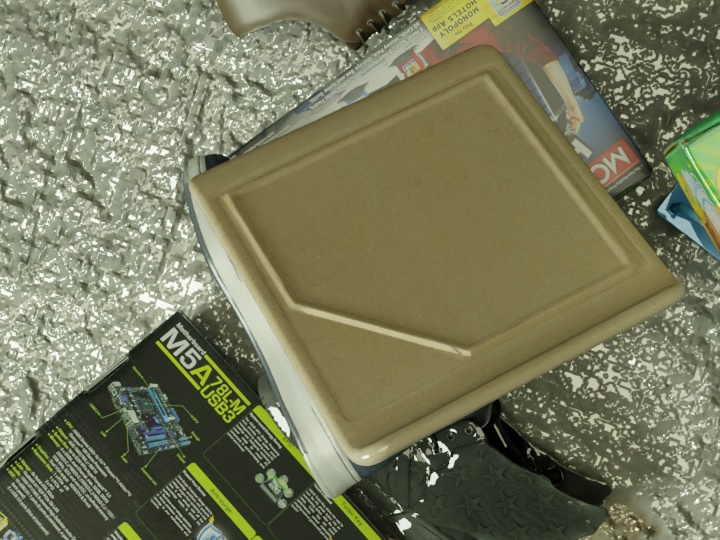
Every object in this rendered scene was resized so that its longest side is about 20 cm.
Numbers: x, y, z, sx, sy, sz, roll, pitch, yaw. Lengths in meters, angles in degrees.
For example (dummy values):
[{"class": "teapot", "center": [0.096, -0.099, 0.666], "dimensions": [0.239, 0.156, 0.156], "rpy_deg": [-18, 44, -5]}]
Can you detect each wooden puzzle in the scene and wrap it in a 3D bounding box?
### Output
[{"class": "wooden puzzle", "center": [0.034, -0.014, 0.695], "dimensions": [0.185, 0.037, 0.200], "rpy_deg": [-26, 58, -13]}]

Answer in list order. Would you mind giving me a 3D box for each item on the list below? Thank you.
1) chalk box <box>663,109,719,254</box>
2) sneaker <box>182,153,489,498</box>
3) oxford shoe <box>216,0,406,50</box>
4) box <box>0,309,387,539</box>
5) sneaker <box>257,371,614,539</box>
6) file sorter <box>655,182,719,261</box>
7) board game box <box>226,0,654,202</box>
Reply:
[{"class": "chalk box", "center": [0.218, -0.039, 0.616], "dimensions": [0.124, 0.124, 0.200], "rpy_deg": [-31, 86, 10]}, {"class": "sneaker", "center": [0.001, 0.001, 0.747], "dimensions": [0.146, 0.077, 0.202], "rpy_deg": [-29, 80, 3]}, {"class": "oxford shoe", "center": [0.012, -0.177, 0.807], "dimensions": [0.200, 0.073, 0.084], "rpy_deg": [-8, 107, 12]}, {"class": "box", "center": [-0.115, 0.158, 0.808], "dimensions": [0.193, 0.048, 0.200], "rpy_deg": [-41, 80, -16]}, {"class": "sneaker", "center": [0.043, 0.101, 0.805], "dimensions": [0.200, 0.060, 0.104], "rpy_deg": [44, 111, -1]}, {"class": "file sorter", "center": [0.276, -0.069, 0.729], "dimensions": [0.139, 0.123, 0.200], "rpy_deg": [38, 99, 7]}, {"class": "board game box", "center": [0.059, -0.040, 0.800], "dimensions": [0.200, 0.062, 0.200], "rpy_deg": [-34, 87, 10]}]
